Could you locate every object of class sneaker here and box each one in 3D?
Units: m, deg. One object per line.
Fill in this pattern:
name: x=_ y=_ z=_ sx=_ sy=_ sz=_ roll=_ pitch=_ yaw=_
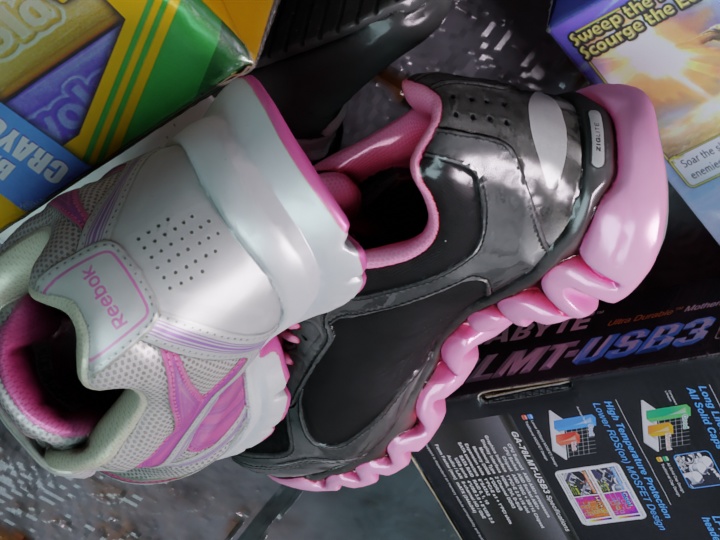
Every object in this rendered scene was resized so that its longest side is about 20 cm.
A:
sneaker: x=-0.069 y=0.016 z=0.800 sx=0.082 sy=0.088 sz=0.200 roll=57 pitch=158 yaw=12
sneaker: x=0.000 y=0.000 z=0.847 sx=0.095 sy=0.079 sz=0.200 roll=10 pitch=145 yaw=-32
sneaker: x=-0.034 y=-0.044 z=0.878 sx=0.199 sy=0.074 sz=0.089 roll=-22 pitch=122 yaw=40

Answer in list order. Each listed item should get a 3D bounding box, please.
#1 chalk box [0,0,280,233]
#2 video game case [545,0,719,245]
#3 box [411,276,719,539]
chalk box: x=-0.128 y=-0.087 z=0.829 sx=0.199 sy=0.125 sz=0.124 roll=-30 pitch=117 yaw=30
video game case: x=0.185 y=-0.059 z=0.824 sx=0.199 sy=0.046 sz=0.181 roll=-27 pitch=118 yaw=31
box: x=0.136 y=0.094 z=0.895 sx=0.198 sy=0.050 sz=0.201 roll=-13 pitch=119 yaw=37
